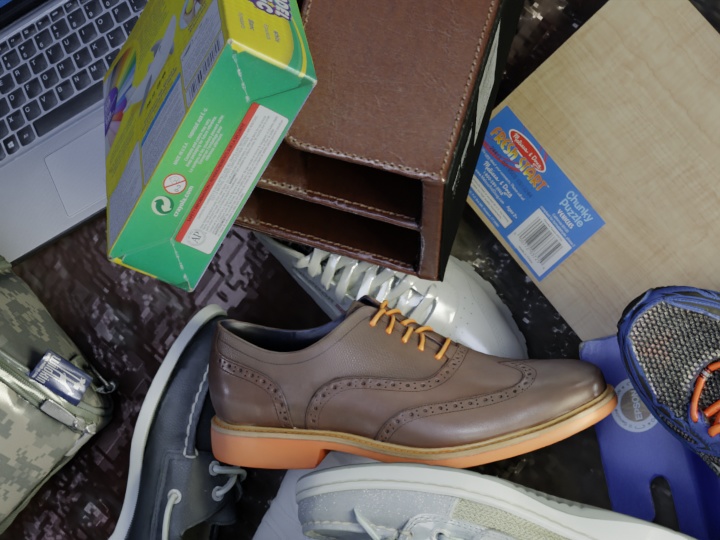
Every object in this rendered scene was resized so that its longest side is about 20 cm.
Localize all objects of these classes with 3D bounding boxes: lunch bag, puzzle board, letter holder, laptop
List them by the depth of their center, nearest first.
[{"bbox_3d":[-0.001,-0.120,0.779,0.140,0.101,0.202,15,66,8],"label":"letter holder"},{"bbox_3d":[0.154,-0.030,0.814,0.151,0.017,0.201,-42,74,11],"label":"puzzle board"},{"bbox_3d":[-0.245,0.079,0.870,0.168,0.139,0.200,43,100,-2],"label":"lunch bag"},{"bbox_3d":[-0.184,-0.134,0.876,0.186,0.116,0.202,-28,77,13],"label":"laptop"}]

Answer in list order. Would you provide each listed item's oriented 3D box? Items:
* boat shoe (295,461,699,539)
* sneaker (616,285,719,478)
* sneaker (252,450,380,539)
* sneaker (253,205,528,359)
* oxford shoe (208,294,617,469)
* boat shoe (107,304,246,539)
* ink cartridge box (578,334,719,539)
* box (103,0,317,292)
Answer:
[{"bbox_3d":[0.064,0.135,0.742,0.199,0.075,0.066,15,71,1],"label":"boat shoe"},{"bbox_3d":[0.191,0.079,0.702,0.200,0.078,0.076,42,99,12],"label":"sneaker"},{"bbox_3d":[0.038,0.150,0.803,0.198,0.074,0.117,24,95,19],"label":"sneaker"},{"bbox_3d":[0.000,0.000,0.826,0.200,0.080,0.077,41,95,15],"label":"sneaker"},{"bbox_3d":[0.021,0.050,0.770,0.197,0.071,0.074,-4,101,10],"label":"oxford shoe"},{"bbox_3d":[-0.090,0.119,0.849,0.060,0.075,0.202,22,103,18],"label":"boat shoe"},{"bbox_3d":[0.214,0.109,0.758,0.197,0.041,0.202,-14,86,14],"label":"ink cartridge box"},{"bbox_3d":[-0.076,-0.094,0.756,0.048,0.201,0.118,22,117,-24],"label":"box"}]
